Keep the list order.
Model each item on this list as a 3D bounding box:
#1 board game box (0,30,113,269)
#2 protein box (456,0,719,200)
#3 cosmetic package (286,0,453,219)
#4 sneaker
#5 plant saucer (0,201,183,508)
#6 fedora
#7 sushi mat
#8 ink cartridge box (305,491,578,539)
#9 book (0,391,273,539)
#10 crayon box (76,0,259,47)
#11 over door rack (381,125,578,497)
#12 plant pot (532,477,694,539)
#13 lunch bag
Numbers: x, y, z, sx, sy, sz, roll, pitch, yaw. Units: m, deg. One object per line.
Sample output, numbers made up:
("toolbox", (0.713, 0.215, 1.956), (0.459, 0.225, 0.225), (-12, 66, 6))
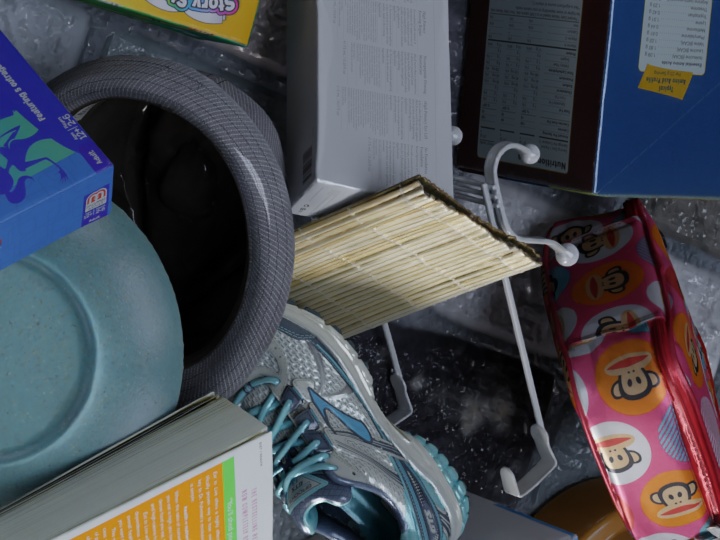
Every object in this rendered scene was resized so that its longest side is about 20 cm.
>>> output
("board game box", (-0.243, -0.047, 1.099), (0.199, 0.152, 0.045), (-31, 155, -26))
("protein box", (0.182, -0.150, 1.374), (0.198, 0.135, 0.201), (0, 99, -35))
("cosmetic package", (0.004, -0.124, 1.250), (0.082, 0.051, 0.201), (9, 66, -20))
("sneaker", (-0.023, 0.096, 1.274), (0.200, 0.078, 0.086), (42, 35, -6))
("plant saucer", (-0.186, 0.042, 1.134), (0.200, 0.039, 0.202), (0, 90, -9))
("fedora", (-0.104, -0.028, 1.212), (0.090, 0.176, 0.201), (-43, 147, -58))
("sushi mat", (0.000, 0.000, 1.248), (0.095, 0.200, 0.012), (29, 57, -31))
("ink cartridge box", (0.048, 0.256, 1.356), (0.145, 0.146, 0.201), (-23, 111, -30))
("book", (-0.132, 0.164, 1.136), (0.199, 0.048, 0.134), (-27, 130, -33))
("crayon box", (-0.137, -0.200, 1.192), (0.199, 0.058, 0.120), (14, 91, -36))
("over door rack", (0.056, 0.012, 1.311), (0.066, 0.147, 0.201), (-17, 110, -34))
("plant pot", (0.206, 0.249, 1.441), (0.199, 0.183, 0.202), (-8, 104, -33))
("lunch bag", (0.172, 0.073, 1.379), (0.081, 0.200, 0.177), (-17, 121, 10))
